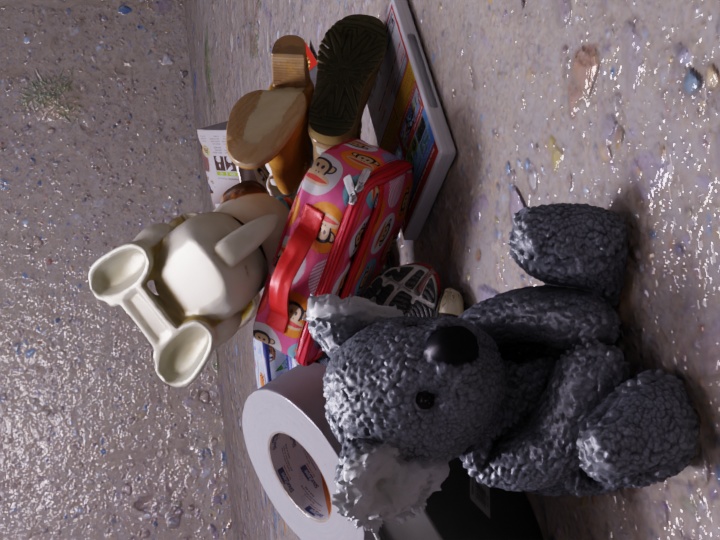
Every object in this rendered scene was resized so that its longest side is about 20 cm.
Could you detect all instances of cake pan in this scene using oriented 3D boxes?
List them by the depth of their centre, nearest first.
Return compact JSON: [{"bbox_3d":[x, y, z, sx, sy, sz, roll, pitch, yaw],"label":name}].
[{"bbox_3d":[0.071,0.170,0.623,0.037,0.199,0.202,-38,46,21],"label":"cake pan"}]

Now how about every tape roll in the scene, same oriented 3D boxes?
[{"bbox_3d":[-0.041,0.202,0.905,0.199,0.066,0.203,32,135,38],"label":"tape roll"}]

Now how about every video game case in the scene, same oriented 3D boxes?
[{"bbox_3d":[0.045,-0.154,0.876,0.144,0.017,0.202,111,150,-56],"label":"video game case"}]

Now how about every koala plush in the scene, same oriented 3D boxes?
[{"bbox_3d":[0.066,0.076,0.538,0.184,0.197,0.179,112,149,-57],"label":"koala plush"}]

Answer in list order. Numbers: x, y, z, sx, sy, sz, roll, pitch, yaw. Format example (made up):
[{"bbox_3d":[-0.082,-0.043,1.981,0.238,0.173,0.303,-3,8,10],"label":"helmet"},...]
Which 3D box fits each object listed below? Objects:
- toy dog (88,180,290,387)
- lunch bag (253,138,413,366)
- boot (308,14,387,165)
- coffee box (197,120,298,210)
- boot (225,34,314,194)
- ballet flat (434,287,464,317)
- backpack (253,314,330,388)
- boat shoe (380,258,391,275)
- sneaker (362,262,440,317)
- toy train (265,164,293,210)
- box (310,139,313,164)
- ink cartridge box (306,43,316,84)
[{"bbox_3d":[-0.136,-0.018,0.838,0.194,0.139,0.200,-48,-2,27],"label":"toy dog"},{"bbox_3d":[-0.030,-0.018,0.802,0.176,0.081,0.202,-34,-32,-63],"label":"lunch bag"},{"bbox_3d":[-0.023,-0.149,0.931,0.201,0.065,0.177,95,-167,-62],"label":"boot"},{"bbox_3d":[-0.125,-0.094,1.098,0.079,0.112,0.203,9,115,45],"label":"coffee box"},{"bbox_3d":[-0.082,-0.128,0.878,0.145,0.070,0.203,89,-169,-48],"label":"boot"},{"bbox_3d":[0.089,0.117,0.769,0.066,0.056,0.203,26,-118,-76],"label":"ballet flat"},{"bbox_3d":[-0.066,0.103,1.116,0.200,0.152,0.194,158,115,-75],"label":"backpack"},{"bbox_3d":[0.000,0.000,0.976,0.201,0.071,0.072,-111,21,-47],"label":"boat shoe"},{"bbox_3d":[0.037,0.065,0.859,0.077,0.085,0.202,32,129,18],"label":"sneaker"},{"bbox_3d":[-0.081,-0.035,1.021,0.200,0.055,0.152,55,-164,-48],"label":"toy train"},{"bbox_3d":[-0.082,-0.120,1.161,0.160,0.043,0.202,33,131,34],"label":"box"},{"bbox_3d":[-0.083,-0.216,1.254,0.201,0.047,0.162,-113,25,-45],"label":"ink cartridge box"}]
